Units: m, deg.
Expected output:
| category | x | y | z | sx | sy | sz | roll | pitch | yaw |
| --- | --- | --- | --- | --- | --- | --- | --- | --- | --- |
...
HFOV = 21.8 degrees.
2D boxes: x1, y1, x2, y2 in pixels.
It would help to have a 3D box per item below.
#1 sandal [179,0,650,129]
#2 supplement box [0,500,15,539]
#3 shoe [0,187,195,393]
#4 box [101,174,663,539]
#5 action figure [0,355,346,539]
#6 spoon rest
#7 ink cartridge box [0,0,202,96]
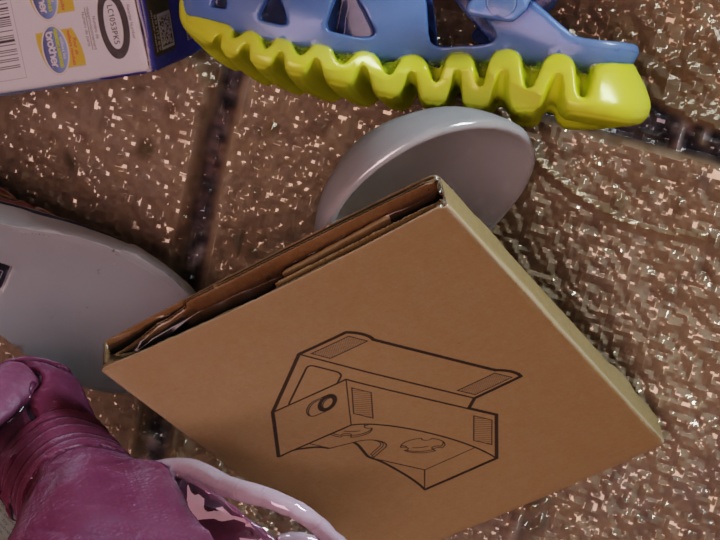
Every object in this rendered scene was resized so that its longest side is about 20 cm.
| category | x | y | z | sx | sy | sz | roll | pitch | yaw |
| --- | --- | --- | --- | --- | --- | --- | --- | --- | --- |
| sandal | 0.024 | -0.110 | 0.785 | 0.199 | 0.079 | 0.087 | 6 | 91 | -1 |
| supplement box | -0.216 | 0.133 | 0.845 | 0.126 | 0.200 | 0.074 | 46 | 112 | 0 |
| shoe | -0.165 | -0.012 | 0.867 | 0.200 | 0.091 | 0.072 | 21 | 108 | -24 |
| box | 0.015 | 0.053 | 0.798 | 0.163 | 0.021 | 0.200 | -26 | 136 | 20 |
| action figure | -0.120 | 0.082 | 0.770 | 0.149 | 0.134 | 0.200 | -39 | 54 | -3 |
| spoon rest | 0.000 | 0.000 | 0.799 | 0.200 | 0.099 | 0.061 | -46 | 58 | 40 |
| ink cartridge box | -0.153 | -0.147 | 0.822 | 0.199 | 0.076 | 0.137 | -7 | 103 | 17 |
